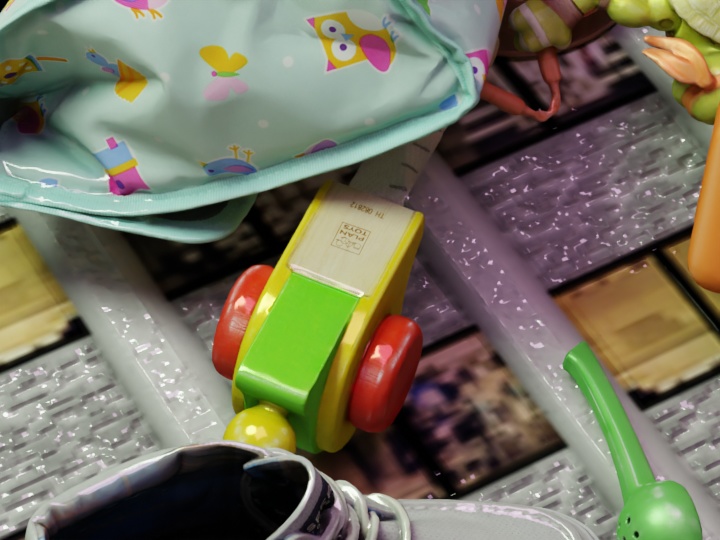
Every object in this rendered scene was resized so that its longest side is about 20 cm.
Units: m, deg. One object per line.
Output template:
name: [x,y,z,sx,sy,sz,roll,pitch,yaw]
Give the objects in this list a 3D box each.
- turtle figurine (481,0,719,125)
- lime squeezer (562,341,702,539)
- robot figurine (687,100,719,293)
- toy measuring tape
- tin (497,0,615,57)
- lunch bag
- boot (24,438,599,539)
turtle figurine: [0.125,-0.119,1.089,0.199,0.064,0.162,6,64,-9]
lime squeezer: [0.132,0.098,0.974,0.200,0.038,0.071,34,26,23]
robot figurine: [0.219,-0.014,1.010,0.199,0.144,0.117,12,74,7]
toy measuring tape: [0.000,0.000,1.013,0.073,0.074,0.200,20,55,12]
tin: [0.047,-0.171,1.175,0.112,0.042,0.200,-9,53,-16]
lunch bag: [-0.049,-0.103,1.031,0.200,0.122,0.171,-23,28,24]
boot: [-0.010,0.096,0.919,0.199,0.096,0.074,-11,53,-12]
